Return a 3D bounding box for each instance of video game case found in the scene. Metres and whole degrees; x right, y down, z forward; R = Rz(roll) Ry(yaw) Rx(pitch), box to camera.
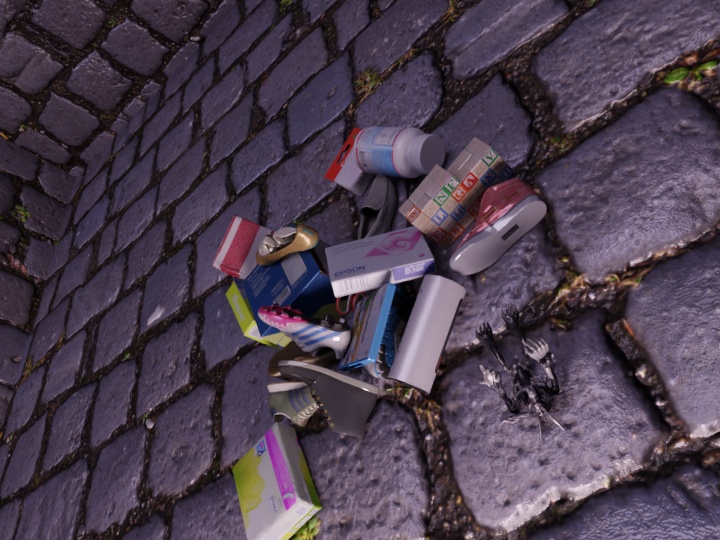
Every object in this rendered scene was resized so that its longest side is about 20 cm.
[{"bbox_3d":[0.010,0.111,1.129,0.200,0.018,0.144,141,147,-68],"label":"video game case"}]

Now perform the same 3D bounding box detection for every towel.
[{"bbox_3d":[-0.248,-0.035,1.482,0.023,0.199,0.145,146,147,-75],"label":"towel"}]

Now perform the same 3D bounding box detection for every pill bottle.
[{"bbox_3d":[0.085,-0.262,1.327,0.199,0.109,0.109,17,78,46],"label":"pill bottle"}]

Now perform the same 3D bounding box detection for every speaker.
[{"bbox_3d":[0.118,0.113,1.068,0.081,0.081,0.201,7,70,49],"label":"speaker"}]

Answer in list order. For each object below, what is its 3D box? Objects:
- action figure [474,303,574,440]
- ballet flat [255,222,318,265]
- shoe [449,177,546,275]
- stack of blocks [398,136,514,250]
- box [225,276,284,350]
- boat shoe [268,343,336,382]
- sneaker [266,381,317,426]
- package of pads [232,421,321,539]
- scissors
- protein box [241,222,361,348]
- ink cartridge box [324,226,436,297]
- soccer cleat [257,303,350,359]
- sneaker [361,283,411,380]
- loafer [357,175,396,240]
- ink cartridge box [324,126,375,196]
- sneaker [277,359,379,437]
[{"bbox_3d":[0.235,0.149,0.901,0.118,0.102,0.201,-32,42,12],"label":"action figure"},{"bbox_3d":[-0.175,-0.063,1.299,0.199,0.063,0.069,-18,52,38],"label":"ballet flat"},{"bbox_3d":[0.233,-0.081,1.086,0.200,0.071,0.091,-40,40,13],"label":"shoe"},{"bbox_3d":[0.183,-0.152,1.147,0.200,0.115,0.059,-49,39,10],"label":"stack of blocks"},{"bbox_3d":[-0.246,0.101,1.434,0.048,0.122,0.200,-52,38,10],"label":"box"},{"bbox_3d":[-0.103,0.181,1.271,0.199,0.066,0.074,-25,45,26],"label":"boat shoe"},{"bbox_3d":[-0.109,0.272,1.228,0.199,0.067,0.091,-10,76,34],"label":"sneaker"},{"bbox_3d":[-0.172,0.426,1.180,0.155,0.068,0.200,-47,39,13],"label":"package of pads"},{"bbox_3d":[0.000,0.000,1.258,0.014,0.073,0.201,170,114,-75],"label":"scissors"},{"bbox_3d":[-0.137,0.042,1.346,0.199,0.135,0.200,-48,39,13],"label":"protein box"},{"bbox_3d":[0.031,-0.033,1.174,0.195,0.044,0.200,-14,31,-1],"label":"ink cartridge box"},{"bbox_3d":[-0.117,0.124,1.191,0.199,0.070,0.087,12,104,17],"label":"soccer cleat"},{"bbox_3d":[0.038,0.112,1.164,0.086,0.075,0.201,-14,55,48],"label":"sneaker"},{"bbox_3d":[0.034,-0.131,1.330,0.070,0.070,0.201,-19,53,39],"label":"loafer"},{"bbox_3d":[-0.018,-0.288,1.511,0.200,0.057,0.163,34,92,47],"label":"ink cartridge box"},{"bbox_3d":[-0.073,0.238,1.124,0.199,0.075,0.107,17,77,7],"label":"sneaker"}]
